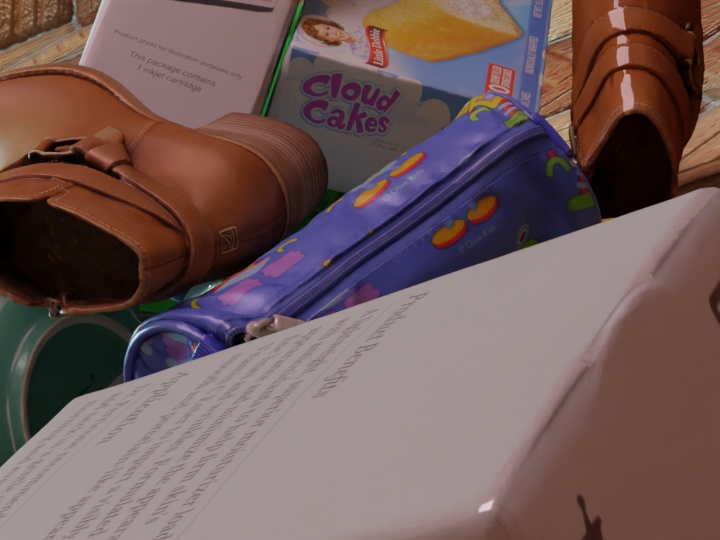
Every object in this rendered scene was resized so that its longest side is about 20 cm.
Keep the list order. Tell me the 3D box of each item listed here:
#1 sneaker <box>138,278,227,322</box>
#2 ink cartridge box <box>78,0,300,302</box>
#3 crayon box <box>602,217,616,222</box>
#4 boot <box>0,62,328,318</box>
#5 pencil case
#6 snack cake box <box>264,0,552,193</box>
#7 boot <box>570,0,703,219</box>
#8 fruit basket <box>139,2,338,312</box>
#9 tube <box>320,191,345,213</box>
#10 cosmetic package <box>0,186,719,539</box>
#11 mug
[{"bbox_3d":[-0.093,0.061,1.179,0.200,0.076,0.091,-30,33,43],"label":"sneaker"},{"bbox_3d":[-0.078,-0.108,1.186,0.145,0.084,0.200,120,169,-66],"label":"ink cartridge box"},{"bbox_3d":[0.061,0.042,1.005,0.200,0.051,0.127,-33,14,-26],"label":"crayon box"},{"bbox_3d":[-0.127,-0.029,1.002,0.200,0.074,0.155,1,17,25],"label":"boot"},{"bbox_3d":[0.004,0.007,0.960,0.200,0.078,0.087,-35,-14,-32],"label":"pencil case"},{"bbox_3d":[0.025,-0.105,1.211,0.115,0.067,0.200,17,31,-3],"label":"snack cake box"},{"bbox_3d":[0.122,-0.121,1.154,0.074,0.200,0.155,-4,41,16],"label":"boot"},{"bbox_3d":[-0.074,-0.053,1.367,0.216,0.156,0.216,-23,32,15],"label":"fruit basket"},{"bbox_3d":[0.000,0.000,1.116,0.050,0.077,0.200,-50,-3,21],"label":"tube"},{"bbox_3d":[0.009,0.107,0.597,0.200,0.165,0.165,-19,15,30],"label":"cosmetic package"},{"bbox_3d":[-0.149,0.053,1.078,0.114,0.185,0.152,-11,-17,38],"label":"mug"}]
